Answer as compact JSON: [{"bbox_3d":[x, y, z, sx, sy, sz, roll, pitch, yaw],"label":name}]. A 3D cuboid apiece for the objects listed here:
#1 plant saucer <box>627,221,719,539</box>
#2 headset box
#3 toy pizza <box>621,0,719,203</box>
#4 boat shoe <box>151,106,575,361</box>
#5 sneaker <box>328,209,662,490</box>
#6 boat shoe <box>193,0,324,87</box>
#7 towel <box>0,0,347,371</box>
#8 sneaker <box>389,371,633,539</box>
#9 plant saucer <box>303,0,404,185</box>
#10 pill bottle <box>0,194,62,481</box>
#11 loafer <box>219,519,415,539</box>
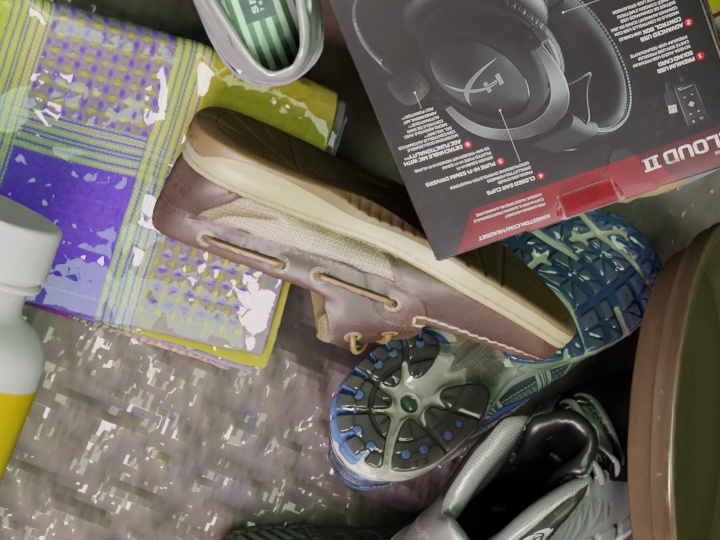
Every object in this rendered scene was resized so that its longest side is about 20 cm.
[{"bbox_3d":[0.162,0.076,1.310,0.029,0.200,0.201,3,97,20],"label":"plant saucer"},{"bbox_3d":[0.073,-0.107,1.164,0.148,0.077,0.201,-19,119,11],"label":"headset box"},{"bbox_3d":[0.134,-0.103,1.249,0.199,0.032,0.201,-10,134,-11],"label":"toy pizza"},{"bbox_3d":[0.000,0.000,1.235,0.199,0.072,0.072,25,109,-15],"label":"boat shoe"},{"bbox_3d":[0.058,0.038,1.309,0.199,0.085,0.077,-32,78,-24],"label":"sneaker"},{"bbox_3d":[-0.060,-0.172,1.134,0.073,0.067,0.201,-27,100,-3],"label":"boat shoe"},{"bbox_3d":[-0.113,-0.042,1.242,0.199,0.023,0.144,18,104,-18],"label":"towel"},{"bbox_3d":[0.097,0.089,1.252,0.075,0.116,0.200,44,52,11],"label":"sneaker"},{"bbox_3d":[0.043,-0.117,1.304,0.199,0.034,0.202,-2,96,-20],"label":"plant saucer"},{"bbox_3d":[-0.203,0.061,1.183,0.111,0.111,0.201,20,96,-21],"label":"pill bottle"},{"bbox_3d":[0.024,0.161,1.316,0.199,0.075,0.070,2,103,-12],"label":"loafer"}]
